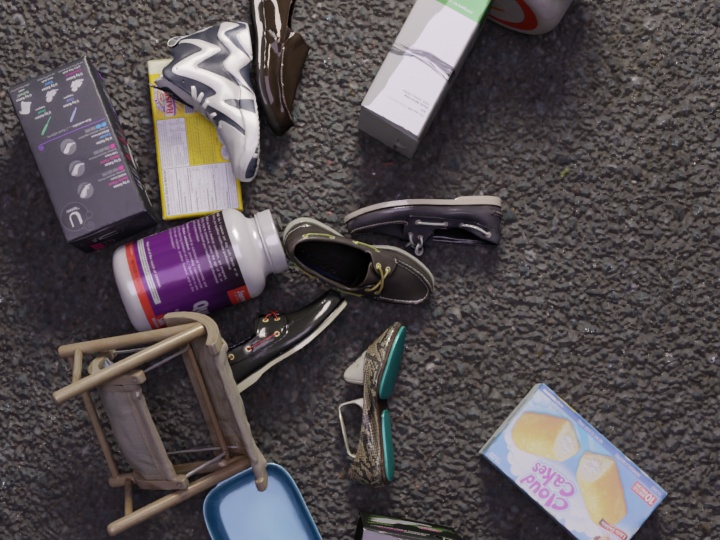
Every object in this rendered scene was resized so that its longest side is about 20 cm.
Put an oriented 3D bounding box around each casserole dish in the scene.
[{"bbox_3d":[-0.111,0.328,1.553,0.120,0.039,0.202,-26,86,-3],"label":"casserole dish"}]

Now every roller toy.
[{"bbox_3d":[0.186,-0.391,1.549,0.199,0.182,0.141,31,85,10],"label":"roller toy"}]

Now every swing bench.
[{"bbox_3d":[-0.228,0.169,1.486,0.198,0.130,0.201,-17,114,-3],"label":"swing bench"}]

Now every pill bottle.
[{"bbox_3d":[-0.191,-0.004,1.544,0.198,0.112,0.114,-19,85,-2],"label":"pill bottle"}]

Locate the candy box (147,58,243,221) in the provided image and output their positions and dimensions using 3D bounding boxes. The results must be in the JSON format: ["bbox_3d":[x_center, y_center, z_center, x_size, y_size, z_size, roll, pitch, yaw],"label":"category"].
[{"bbox_3d":[-0.206,-0.167,1.601,0.101,0.026,0.202,-6,85,-2],"label":"candy box"}]

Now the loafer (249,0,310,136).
[{"bbox_3d":[-0.097,-0.269,1.588,0.070,0.073,0.202,-6,85,-1],"label":"loafer"}]

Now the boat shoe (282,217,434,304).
[{"bbox_3d":[0.000,0.000,1.550,0.199,0.061,0.072,20,109,-13],"label":"boat shoe"}]

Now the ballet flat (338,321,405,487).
[{"bbox_3d":[0.010,0.161,1.561,0.074,0.068,0.203,4,87,15],"label":"ballet flat"}]

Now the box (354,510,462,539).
[{"bbox_3d":[0.046,0.367,1.470,0.123,0.200,0.150,10,84,0],"label":"box"}]

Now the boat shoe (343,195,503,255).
[{"bbox_3d":[0.079,-0.052,1.573,0.198,0.073,0.063,-5,82,-6],"label":"boat shoe"}]

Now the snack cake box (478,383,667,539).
[{"bbox_3d":[0.255,0.246,1.551,0.200,0.067,0.115,41,85,3],"label":"snack cake box"}]

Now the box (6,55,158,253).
[{"bbox_3d":[-0.333,-0.136,1.549,0.105,0.122,0.202,-22,85,-3],"label":"box"}]

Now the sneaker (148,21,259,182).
[{"bbox_3d":[-0.190,-0.201,1.554,0.128,0.079,0.202,-5,85,-5],"label":"sneaker"}]

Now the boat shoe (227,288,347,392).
[{"bbox_3d":[-0.107,0.082,1.557,0.200,0.074,0.063,-35,94,1],"label":"boat shoe"}]

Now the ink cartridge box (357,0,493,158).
[{"bbox_3d":[0.078,-0.251,1.553,0.083,0.146,0.201,28,85,1],"label":"ink cartridge box"}]
